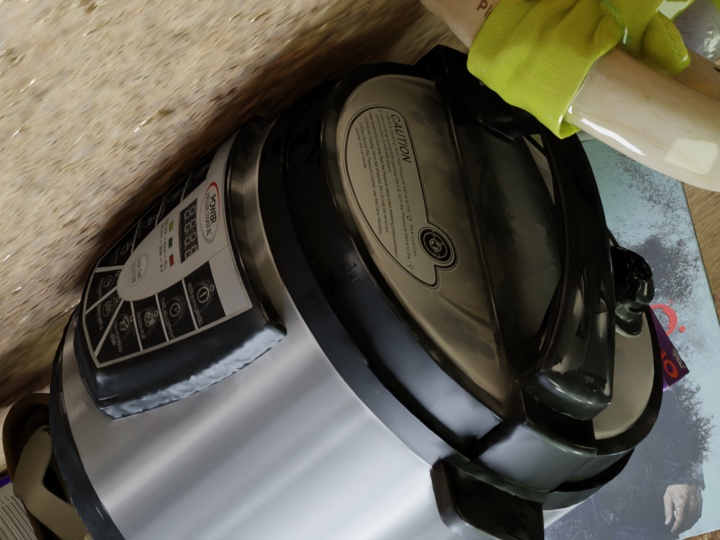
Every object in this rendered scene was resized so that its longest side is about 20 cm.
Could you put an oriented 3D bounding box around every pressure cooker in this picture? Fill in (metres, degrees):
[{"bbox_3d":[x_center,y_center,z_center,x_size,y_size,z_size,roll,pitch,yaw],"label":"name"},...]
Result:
[{"bbox_3d":[0.009,0.024,0.828,0.200,0.176,0.179,-39,175,31],"label":"pressure cooker"}]

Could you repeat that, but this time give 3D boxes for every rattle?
[{"bbox_3d":[0.126,-0.096,0.796,0.199,0.130,0.143,17,95,-36],"label":"rattle"}]

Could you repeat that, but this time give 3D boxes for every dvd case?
[{"bbox_3d":[0.080,0.033,0.985,0.145,0.201,0.022,-15,-161,6],"label":"dvd case"}]

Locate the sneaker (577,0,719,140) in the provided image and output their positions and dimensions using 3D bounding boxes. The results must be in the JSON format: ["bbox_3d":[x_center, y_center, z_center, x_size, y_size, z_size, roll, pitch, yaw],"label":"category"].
[{"bbox_3d":[0.142,-0.128,0.899,0.200,0.076,0.105,-45,169,33],"label":"sneaker"}]

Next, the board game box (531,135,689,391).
[{"bbox_3d":[0.020,0.038,0.940,0.200,0.120,0.032,-34,179,30],"label":"board game box"}]

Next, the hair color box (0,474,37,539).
[{"bbox_3d":[-0.212,0.178,1.098,0.109,0.065,0.200,-27,168,-50],"label":"hair color box"}]

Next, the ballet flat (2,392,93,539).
[{"bbox_3d":[-0.100,0.112,0.890,0.069,0.063,0.200,-49,-148,8],"label":"ballet flat"}]
